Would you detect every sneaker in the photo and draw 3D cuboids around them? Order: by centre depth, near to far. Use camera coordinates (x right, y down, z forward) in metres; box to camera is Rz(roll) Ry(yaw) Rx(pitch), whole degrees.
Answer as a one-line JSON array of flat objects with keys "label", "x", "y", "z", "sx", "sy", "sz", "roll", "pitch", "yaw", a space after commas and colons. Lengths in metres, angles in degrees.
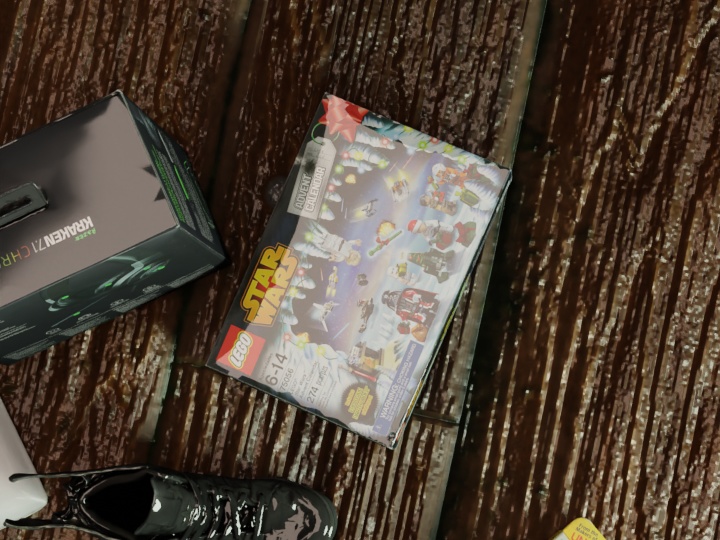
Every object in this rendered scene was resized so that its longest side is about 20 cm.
[{"label": "sneaker", "x": -0.118, "y": 0.156, "z": 1.045, "sx": 0.199, "sy": 0.104, "sz": 0.060, "roll": 7, "pitch": 84, "yaw": 6}]

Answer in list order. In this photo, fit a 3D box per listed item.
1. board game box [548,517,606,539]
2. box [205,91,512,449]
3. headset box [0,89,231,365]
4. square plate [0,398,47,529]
[{"label": "board game box", "x": 0.100, "y": 0.258, "z": 1.054, "sx": 0.200, "sy": 0.030, "sz": 0.096, "roll": -41, "pitch": 82, "yaw": -2}, {"label": "box", "x": 0.000, "y": 0.000, "z": 1.083, "sx": 0.136, "sy": 0.040, "sz": 0.201, "roll": 23, "pitch": 87, "yaw": 8}, {"label": "headset box", "x": -0.190, "y": -0.020, "z": 1.023, "sx": 0.174, "sy": 0.200, "sz": 0.093, "roll": -25, "pitch": 82, "yaw": 3}, {"label": "square plate", "x": -0.342, "y": 0.114, "z": 1.109, "sx": 0.199, "sy": 0.028, "sz": 0.199, "roll": -27, "pitch": 83, "yaw": 2}]
